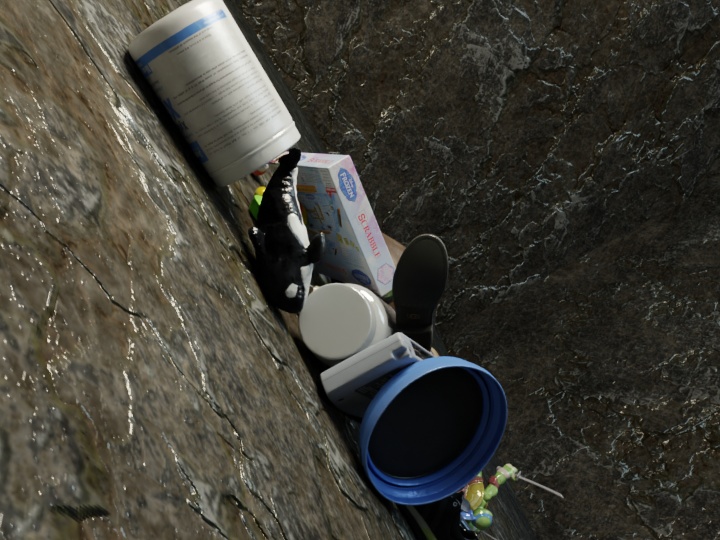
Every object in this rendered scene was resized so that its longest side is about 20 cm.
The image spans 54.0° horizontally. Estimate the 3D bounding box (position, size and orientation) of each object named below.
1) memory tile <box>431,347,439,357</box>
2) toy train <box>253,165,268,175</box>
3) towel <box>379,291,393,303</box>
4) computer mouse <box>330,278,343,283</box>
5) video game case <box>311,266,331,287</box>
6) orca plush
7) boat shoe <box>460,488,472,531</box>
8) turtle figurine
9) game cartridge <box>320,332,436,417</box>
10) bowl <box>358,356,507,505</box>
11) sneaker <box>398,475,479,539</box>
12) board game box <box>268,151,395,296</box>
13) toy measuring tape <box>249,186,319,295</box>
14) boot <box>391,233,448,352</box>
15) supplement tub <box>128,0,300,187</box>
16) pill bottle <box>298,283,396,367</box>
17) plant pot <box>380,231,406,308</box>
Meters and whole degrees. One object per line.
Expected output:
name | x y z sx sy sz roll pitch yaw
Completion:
memory tile | 0.111 0.143 1.117 0.154 0.017 0.200 57 8 -22
toy train | -0.134 -0.168 1.153 0.199 0.056 0.150 19 4 -23
towel | 0.000 0.000 1.139 0.150 0.031 0.200 58 -16 7
computer mouse | -0.075 -0.040 1.203 0.201 0.034 0.059 64 -19 -6
video game case | -0.072 0.012 1.193 0.182 0.022 0.200 53 11 -52
orca plush | -0.099 -0.050 0.858 0.071 0.105 0.201 4 97 -56
boat shoe | 0.130 0.353 1.036 0.084 0.068 0.201 145 -79 -81
turtle figurine | 0.236 0.420 1.332 0.194 0.199 0.144 -117 -151 -58
game cartridge | 0.034 0.145 0.925 0.200 0.133 0.042 39 29 -58
bowl | 0.089 0.198 0.883 0.201 0.200 0.039 57 -8 -32
sneaker | 0.099 0.309 0.966 0.200 0.083 0.072 61 6 -2
board game box | -0.042 -0.073 1.031 0.200 0.041 0.200 20 -43 57
toy measuring tape | -0.091 -0.045 1.008 0.200 0.073 0.074 55 4 22
boot | 0.086 0.015 1.002 0.174 0.069 0.201 -68 167 -63
supplement tub | -0.178 -0.220 0.877 0.200 0.132 0.132 59 6 -17
pill bottle | -0.011 0.080 0.964 0.114 0.114 0.200 63 6 16
plant pot | 0.024 -0.002 1.454 0.200 0.187 0.187 45 9 -9
